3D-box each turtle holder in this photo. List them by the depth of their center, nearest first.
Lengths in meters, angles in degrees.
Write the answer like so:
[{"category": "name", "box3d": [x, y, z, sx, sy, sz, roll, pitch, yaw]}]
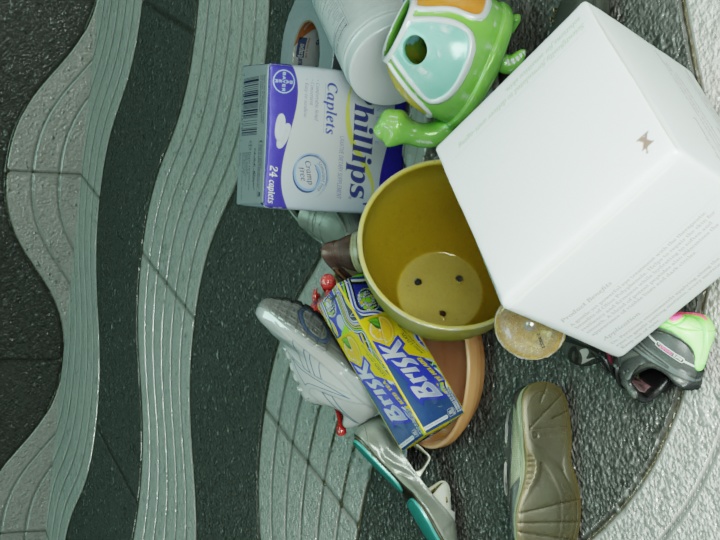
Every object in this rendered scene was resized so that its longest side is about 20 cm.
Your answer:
[{"category": "turtle holder", "box3d": [0.089, -0.230, 1.530, 0.186, 0.131, 0.141, 128, 159, -51]}]

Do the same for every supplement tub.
[{"category": "supplement tub", "box3d": [0.018, -0.319, 1.742, 0.200, 0.131, 0.132, -114, 35, -41]}]

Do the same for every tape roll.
[{"category": "tape roll", "box3d": [-0.049, -0.301, 1.966, 0.200, 0.066, 0.201, -179, 90, -65]}]

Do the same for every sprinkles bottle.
[{"category": "sprinkles bottle", "box3d": [0.179, 0.015, 1.322, 0.200, 0.068, 0.069, -52, -20, -62]}]

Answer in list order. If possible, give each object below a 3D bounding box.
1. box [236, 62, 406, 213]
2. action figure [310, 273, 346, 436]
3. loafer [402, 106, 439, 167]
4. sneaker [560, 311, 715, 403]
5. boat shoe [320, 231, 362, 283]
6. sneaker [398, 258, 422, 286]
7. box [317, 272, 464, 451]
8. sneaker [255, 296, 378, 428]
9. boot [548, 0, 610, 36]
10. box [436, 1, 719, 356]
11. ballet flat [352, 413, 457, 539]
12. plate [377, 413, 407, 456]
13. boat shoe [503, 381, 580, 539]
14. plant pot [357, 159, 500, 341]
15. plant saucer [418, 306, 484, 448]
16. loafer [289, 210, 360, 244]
[{"category": "box", "box3d": [-0.050, -0.169, 1.798, 0.105, 0.199, 0.185, 9, 97, 64]}, {"category": "action figure", "box3d": [-0.021, 0.092, 1.714, 0.099, 0.065, 0.201, -77, -23, -71]}, {"category": "loafer", "box3d": [0.089, -0.197, 1.654, 0.070, 0.070, 0.201, 49, 132, 47]}, {"category": "sneaker", "box3d": [0.248, 0.080, 1.285, 0.200, 0.076, 0.084, 173, 102, -66]}, {"category": "boat shoe", "box3d": [0.000, 0.000, 1.726, 0.200, 0.072, 0.073, 41, -137, -70]}, {"category": "sneaker", "box3d": [0.056, -0.050, 1.672, 0.074, 0.079, 0.201, -48, 28, 37]}, {"category": "box", "box3d": [0.034, 0.101, 1.592, 0.201, 0.064, 0.070, 59, 147, 10]}, {"category": "sneaker", "box3d": [-0.053, 0.113, 1.642, 0.087, 0.200, 0.075, -46, 4, 24]}, {"category": "boot", "box3d": [0.198, -0.209, 1.429, 0.200, 0.077, 0.139, -18, 66, 52]}, {"category": "box", "box3d": [0.209, -0.074, 1.192, 0.199, 0.171, 0.201, -43, 46, 26]}, {"category": "ballet flat", "box3d": [0.071, 0.257, 1.653, 0.200, 0.064, 0.067, 51, 166, 8]}, {"category": "plate", "box3d": [0.023, 0.171, 1.772, 0.200, 0.025, 0.201, 174, 90, -78]}, {"category": "boat shoe", "box3d": [0.184, 0.217, 1.434, 0.066, 0.071, 0.202, 158, 112, -74]}, {"category": "plant pot", "box3d": [0.093, -0.001, 1.525, 0.142, 0.199, 0.201, 95, 166, -65]}, {"category": "plant saucer", "box3d": [0.096, 0.113, 1.661, 0.200, 0.037, 0.201, -178, 90, -66]}, {"category": "loafer", "box3d": [-0.053, -0.069, 1.937, 0.200, 0.069, 0.070, -138, 54, -59]}]
